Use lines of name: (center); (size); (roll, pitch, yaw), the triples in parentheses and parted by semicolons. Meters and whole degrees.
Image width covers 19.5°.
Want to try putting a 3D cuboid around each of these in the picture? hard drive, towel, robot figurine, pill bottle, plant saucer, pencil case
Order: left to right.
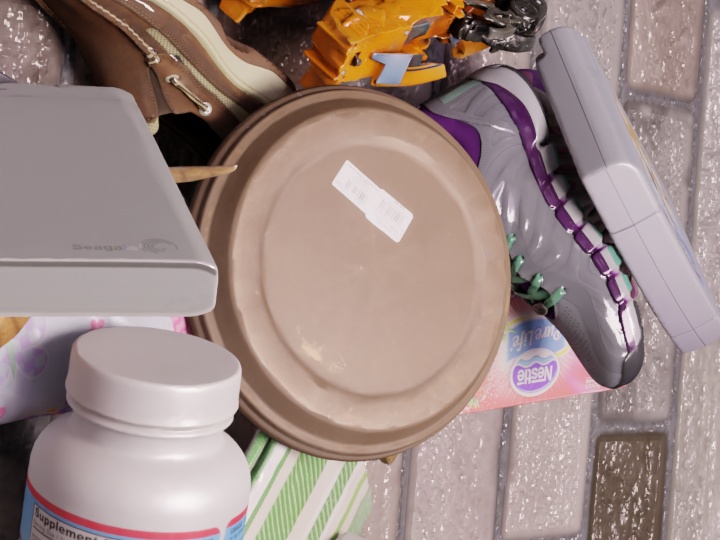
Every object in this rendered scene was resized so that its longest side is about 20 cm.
hard drive: (-0.147, -0.035, 0.913); (0.131, 0.200, 0.026); (0, 115, -18)
pencil case: (-0.153, 0.036, 1.061); (0.199, 0.083, 0.091); (-7, 116, -46)
pill bottle: (-0.112, 0.135, 1.015); (0.108, 0.108, 0.201); (-7, 113, -47)
towel: (-0.041, 0.145, 1.178); (0.153, 0.023, 0.200); (-62, 160, -25)
plant saucer: (0.000, 0.000, 1.108); (0.199, 0.029, 0.202); (3, 83, -29)
robot figurine: (0.018, -0.160, 1.209); (0.199, 0.145, 0.058); (-18, 146, -49)

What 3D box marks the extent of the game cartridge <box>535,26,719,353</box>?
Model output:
game cartridge: (0.164, -0.040, 1.255); (0.200, 0.041, 0.134); (52, 12, -49)

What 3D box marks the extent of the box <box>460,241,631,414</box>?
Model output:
box: (0.071, 0.031, 1.291); (0.199, 0.102, 0.095); (-5, 97, -48)

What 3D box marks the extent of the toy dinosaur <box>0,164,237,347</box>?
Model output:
toy dinosaur: (-0.161, -0.008, 0.973); (0.106, 0.060, 0.200); (43, 61, -14)

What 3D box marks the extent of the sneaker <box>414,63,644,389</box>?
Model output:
sneaker: (0.086, -0.014, 1.201); (0.087, 0.074, 0.201); (-23, 82, -24)

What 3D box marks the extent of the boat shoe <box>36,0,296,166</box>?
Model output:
boat shoe: (-0.110, -0.105, 1.102); (0.202, 0.074, 0.075); (32, 77, -45)

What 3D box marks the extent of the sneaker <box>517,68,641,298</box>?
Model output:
sneaker: (0.139, -0.070, 1.380); (0.200, 0.080, 0.089); (55, 51, -42)

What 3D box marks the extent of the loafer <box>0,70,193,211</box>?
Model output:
loafer: (-0.170, -0.057, 1.054); (0.200, 0.072, 0.063); (34, 88, -37)

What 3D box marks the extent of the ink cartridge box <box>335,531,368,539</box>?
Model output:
ink cartridge box: (-0.018, 0.249, 1.145); (0.200, 0.082, 0.148); (-37, 145, -71)

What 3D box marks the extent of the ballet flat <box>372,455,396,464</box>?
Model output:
ballet flat: (0.011, 0.006, 1.161); (0.072, 0.068, 0.201); (-18, 96, -6)
